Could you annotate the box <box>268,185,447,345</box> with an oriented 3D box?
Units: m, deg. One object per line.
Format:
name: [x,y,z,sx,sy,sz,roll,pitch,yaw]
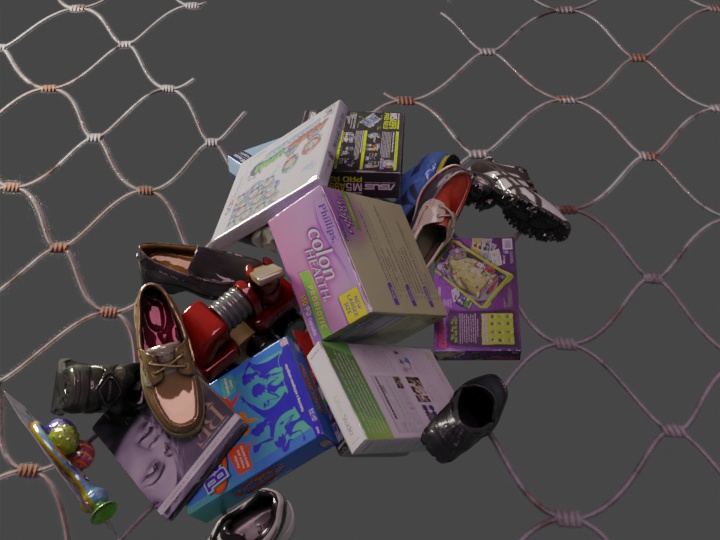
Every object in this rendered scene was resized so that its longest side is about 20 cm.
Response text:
box: [0.000,0.000,1.151,0.096,0.200,0.177,-31,71,26]

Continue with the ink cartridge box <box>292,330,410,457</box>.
ink cartridge box: [-0.006,0.144,1.137,0.109,0.050,0.200,9,42,-37]

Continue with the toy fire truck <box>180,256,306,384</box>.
toy fire truck: [-0.158,0.054,1.160,0.176,0.200,0.129,-38,57,-22]

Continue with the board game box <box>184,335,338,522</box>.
board game box: [-0.142,0.197,1.102,0.200,0.045,0.152,-33,53,9]

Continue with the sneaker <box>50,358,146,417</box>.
sneaker: [-0.342,0.156,1.152,0.114,0.199,0.077,10,79,-27]

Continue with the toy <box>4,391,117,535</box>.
toy: [-0.359,0.229,1.096,0.047,0.115,0.200,-36,57,-15]

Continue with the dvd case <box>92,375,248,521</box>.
dvd case: [-0.247,0.199,1.121,0.200,0.016,0.149,34,82,39]

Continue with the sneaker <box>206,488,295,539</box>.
sneaker: [-0.164,0.327,1.020,0.076,0.088,0.200,36,65,26]

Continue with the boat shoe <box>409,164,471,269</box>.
boat shoe: [0.103,-0.063,1.268,0.200,0.071,0.063,-55,26,-4]

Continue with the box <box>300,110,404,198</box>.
box: [-0.015,-0.177,1.315,0.159,0.044,0.200,2,35,3]

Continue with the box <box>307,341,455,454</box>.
box: [0.042,0.156,1.087,0.199,0.036,0.145,10,40,-43]

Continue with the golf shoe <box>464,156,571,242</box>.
golf shoe: [0.242,-0.117,1.333,0.200,0.078,0.094,32,61,25]

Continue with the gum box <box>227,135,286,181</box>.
gum box: [-0.078,-0.162,1.371,0.199,0.045,0.170,-25,41,-29]

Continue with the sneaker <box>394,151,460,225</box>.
sneaker: [0.082,-0.106,1.355,0.078,0.066,0.200,9,54,36]

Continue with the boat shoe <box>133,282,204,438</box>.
boat shoe: [-0.244,0.108,1.091,0.074,0.066,0.201,-18,67,-15]

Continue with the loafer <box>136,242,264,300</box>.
loafer: [-0.234,-0.004,1.293,0.199,0.072,0.073,0,51,5]

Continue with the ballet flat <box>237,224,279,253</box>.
ballet flat: [-0.106,-0.066,1.334,0.199,0.073,0.073,-14,52,-8]

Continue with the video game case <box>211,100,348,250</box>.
video game case: [-0.109,-0.131,1.202,0.200,0.024,0.182,-27,33,31]

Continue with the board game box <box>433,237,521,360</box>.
board game box: [0.164,0.037,1.251,0.119,0.032,0.201,2,52,4]

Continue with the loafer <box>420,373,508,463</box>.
loafer: [0.142,0.170,1.073,0.068,0.070,0.200,47,30,10]
